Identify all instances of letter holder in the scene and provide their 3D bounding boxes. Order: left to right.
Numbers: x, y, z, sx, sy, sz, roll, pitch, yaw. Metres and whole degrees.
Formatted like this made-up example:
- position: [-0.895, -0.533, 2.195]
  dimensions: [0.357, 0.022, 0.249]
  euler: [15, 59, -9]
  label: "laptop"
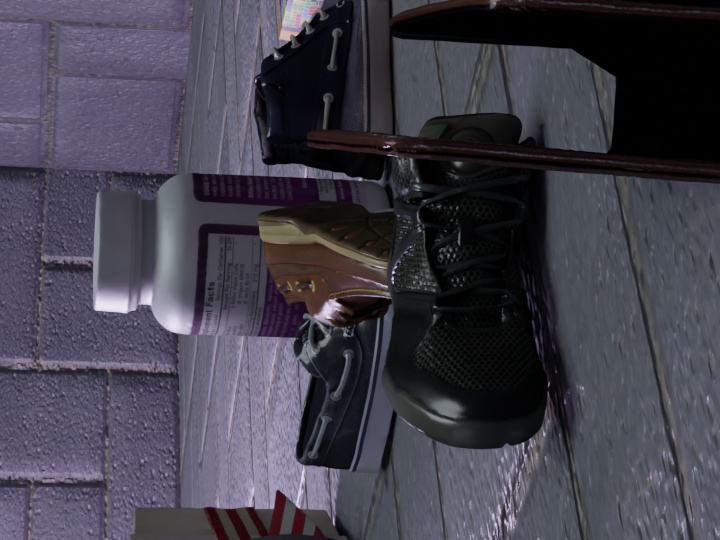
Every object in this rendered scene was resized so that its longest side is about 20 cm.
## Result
- position: [0.057, -0.083, 0.700]
  dimensions: [0.200, 0.142, 0.101]
  euler: [-153, 66, -81]
  label: "letter holder"

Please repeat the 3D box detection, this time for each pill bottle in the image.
- position: [-0.083, -0.010, 1.421]
  dimensions: [0.112, 0.200, 0.113]
  euler: [-177, 90, -82]
  label: "pill bottle"

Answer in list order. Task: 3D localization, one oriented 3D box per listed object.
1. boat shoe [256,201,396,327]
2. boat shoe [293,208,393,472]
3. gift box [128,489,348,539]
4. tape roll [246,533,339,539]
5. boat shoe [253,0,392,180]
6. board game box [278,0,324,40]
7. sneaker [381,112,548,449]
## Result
- position: [-0.001, 0.000, 1.249]
  dimensions: [0.200, 0.072, 0.068]
  euler: [14, 112, 63]
  label: "boat shoe"
- position: [-0.010, 0.048, 1.358]
  dimensions: [0.072, 0.068, 0.200]
  euler: [-100, 15, -54]
  label: "boat shoe"
- position: [-0.102, 0.257, 1.538]
  dimensions: [0.187, 0.184, 0.200]
  euler: [-146, 53, -82]
  label: "gift box"
- position: [-0.031, 0.231, 1.008]
  dimensions: [0.066, 0.200, 0.201]
  euler: [150, 122, -82]
  label: "tape roll"
- position: [-0.029, -0.158, 1.462]
  dimensions: [0.075, 0.093, 0.200]
  euler: [106, 164, -57]
  label: "boat shoe"
- position: [-0.033, -0.311, 1.657]
  dimensions: [0.165, 0.057, 0.200]
  euler: [106, 164, -61]
  label: "board game box"
- position: [0.047, -0.002, 0.967]
  dimensions: [0.200, 0.076, 0.114]
  euler: [-92, 2, -60]
  label: "sneaker"
